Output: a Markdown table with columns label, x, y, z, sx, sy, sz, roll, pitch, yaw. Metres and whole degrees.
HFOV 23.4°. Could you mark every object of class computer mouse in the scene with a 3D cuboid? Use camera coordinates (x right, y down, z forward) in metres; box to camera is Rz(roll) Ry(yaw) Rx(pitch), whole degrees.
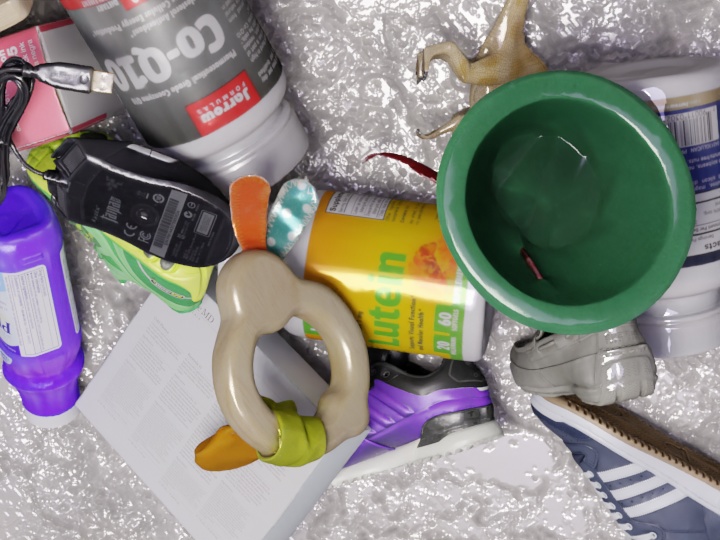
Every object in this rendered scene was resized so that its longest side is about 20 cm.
| label | x | y | z | sx | sy | sz | roll | pitch | yaw |
| --- | --- | --- | --- | --- | --- | --- | --- | --- | --- |
| computer mouse | -0.168 | -0.083 | 1.197 | 0.199 | 0.046 | 0.141 | 16 | 131 | -3 |

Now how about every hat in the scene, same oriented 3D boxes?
| label | x | y | z | sx | sy | sz | roll | pitch | yaw |
| --- | --- | --- | --- | --- | --- | --- | --- | --- | --- |
| hat | 0.126 | -0.053 | 1.218 | 0.165 | 0.176 | 0.200 | -37 | 90 | -1 |

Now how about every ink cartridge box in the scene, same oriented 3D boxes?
| label | x | y | z | sx | sy | sz | roll | pitch | yaw |
| --- | --- | --- | --- | --- | --- | --- | --- | --- | --- |
| ink cartridge box | -0.290 | -0.122 | 1.294 | 0.199 | 0.147 | 0.083 | -15 | 100 | 14 |

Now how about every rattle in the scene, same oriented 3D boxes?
| label | x | y | z | sx | sy | sz | roll | pitch | yaw |
| --- | --- | --- | --- | --- | --- | --- | --- | --- | --- |
| rattle | -0.078 | 0.037 | 1.237 | 0.130 | 0.143 | 0.201 | -24 | 96 | -20 |

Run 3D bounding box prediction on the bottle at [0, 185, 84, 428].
| label | x | y | z | sx | sy | sz | roll | pitch | yaw |
| --- | --- | --- | --- | --- | --- | --- | --- | --- | --- |
| bottle | -0.253 | 0.034 | 1.341 | 0.065 | 0.084 | 0.201 | -20 | 132 | -20 |

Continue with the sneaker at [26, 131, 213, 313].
| label | x | y | z | sx | sy | sz | roll | pitch | yaw |
| --- | --- | --- | --- | --- | --- | --- | --- | --- | --- |
| sneaker | -0.186 | -0.034 | 1.309 | 0.200 | 0.074 | 0.084 | 41 | 144 | 31 |

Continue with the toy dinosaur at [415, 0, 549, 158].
| label | x | y | z | sx | sy | sz | roll | pitch | yaw |
| --- | --- | --- | --- | --- | --- | --- | --- | --- | --- |
| toy dinosaur | 0.093 | -0.146 | 1.273 | 0.101 | 0.058 | 0.201 | 2 | 113 | -5 |

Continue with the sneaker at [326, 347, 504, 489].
| label | x | y | z | sx | sy | sz | roll | pitch | yaw |
| --- | --- | --- | --- | --- | --- | --- | --- | --- | --- |
| sneaker | 0.008 | 0.107 | 1.345 | 0.199 | 0.070 | 0.100 | -16 | 86 | 19 |

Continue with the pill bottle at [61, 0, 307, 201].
| label | x | y | z | sx | sy | sz | roll | pitch | yaw |
| --- | --- | --- | --- | --- | --- | --- | --- | --- | --- |
| pill bottle | -0.123 | -0.152 | 1.245 | 0.113 | 0.114 | 0.200 | -22 | 116 | 15 |

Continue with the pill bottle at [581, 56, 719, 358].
| label | x | y | z | sx | sy | sz | roll | pitch | yaw |
| --- | --- | --- | --- | --- | --- | --- | --- | --- | --- |
| pill bottle | 0.214 | -0.045 | 1.237 | 0.110 | 0.111 | 0.201 | -4 | 104 | 12 |

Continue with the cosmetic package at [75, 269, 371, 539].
| label | x | y | z | sx | sy | sz | roll | pitch | yaw |
| --- | --- | --- | --- | --- | --- | --- | --- | --- | --- |
| cosmetic package | -0.109 | 0.112 | 1.335 | 0.200 | 0.052 | 0.151 | 44 | 112 | 22 |

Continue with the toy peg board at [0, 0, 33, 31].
| label | x | y | z | sx | sy | sz | roll | pitch | yaw |
| --- | --- | --- | --- | --- | --- | --- | --- | --- | --- |
| toy peg board | -0.332 | -0.225 | 1.236 | 0.199 | 0.200 | 0.098 | -23 | 124 | 16 |

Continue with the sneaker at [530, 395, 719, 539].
| label | x | y | z | sx | sy | sz | roll | pitch | yaw |
| --- | --- | --- | --- | --- | --- | --- | --- | --- | --- |
| sneaker | 0.199 | 0.172 | 1.320 | 0.199 | 0.070 | 0.109 | 29 | 106 | -1 |

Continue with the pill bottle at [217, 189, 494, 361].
| label | x | y | z | sx | sy | sz | roll | pitch | yaw |
| --- | --- | --- | --- | --- | --- | --- | --- | --- | --- |
| pill bottle | 0.000 | 0.000 | 1.290 | 0.199 | 0.111 | 0.112 | 8 | 106 | 9 |

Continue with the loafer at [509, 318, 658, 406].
| label | x | y | z | sx | sy | sz | roll | pitch | yaw |
| --- | --- | --- | --- | --- | --- | --- | --- | --- | --- |
| loafer | 0.155 | 0.054 | 1.241 | 0.070 | 0.200 | 0.070 | -10 | 92 | -17 |
